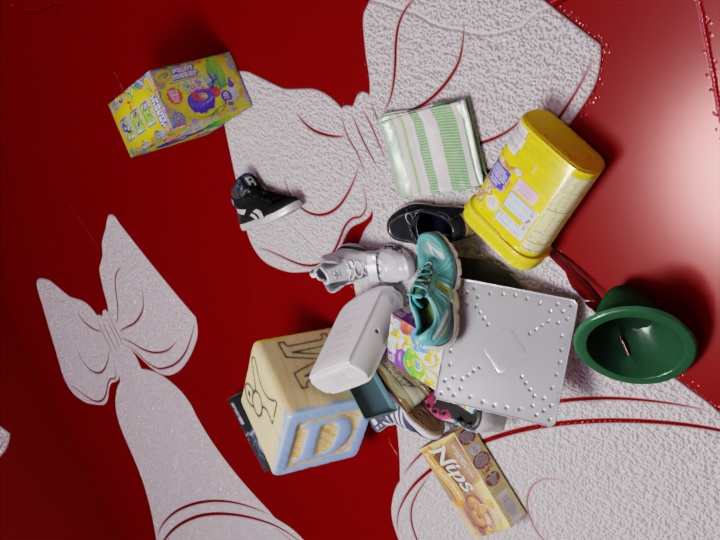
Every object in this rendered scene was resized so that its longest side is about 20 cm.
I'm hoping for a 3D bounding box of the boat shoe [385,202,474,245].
[{"bbox_3d":[0.110,-0.076,1.543,0.199,0.062,0.075,1,112,48],"label":"boat shoe"}]

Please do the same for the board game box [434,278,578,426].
[{"bbox_3d":[0.233,0.128,1.434,0.199,0.026,0.201,11,89,22],"label":"board game box"}]

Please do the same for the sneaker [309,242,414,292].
[{"bbox_3d":[0.000,0.000,1.657,0.199,0.115,0.076,9,116,44],"label":"sneaker"}]

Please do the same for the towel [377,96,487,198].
[{"bbox_3d":[0.119,-0.201,1.499,0.199,0.023,0.153,-3,108,47],"label":"towel"}]

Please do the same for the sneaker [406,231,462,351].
[{"bbox_3d":[0.116,0.028,1.444,0.077,0.079,0.201,-21,64,43],"label":"sneaker"}]

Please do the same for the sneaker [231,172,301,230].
[{"bbox_3d":[-0.206,-0.151,1.832,0.199,0.073,0.112,-14,101,51],"label":"sneaker"}]

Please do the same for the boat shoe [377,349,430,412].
[{"bbox_3d":[0.065,0.186,1.713,0.200,0.062,0.073,55,176,41],"label":"boat shoe"}]

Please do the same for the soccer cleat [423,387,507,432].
[{"bbox_3d":[0.187,0.249,1.625,0.200,0.086,0.070,26,98,62],"label":"soccer cleat"}]

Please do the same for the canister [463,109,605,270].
[{"bbox_3d":[0.258,-0.121,1.344,0.149,0.086,0.200,47,135,20],"label":"canister"}]

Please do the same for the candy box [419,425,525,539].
[{"bbox_3d":[0.209,0.394,1.682,0.201,0.055,0.115,59,140,7],"label":"candy box"}]

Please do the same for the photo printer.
[{"bbox_3d":[-0.003,0.122,1.672,0.069,0.201,0.166,36,147,-17],"label":"photo printer"}]

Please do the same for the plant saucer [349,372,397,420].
[{"bbox_3d":[-0.001,0.209,1.736,0.019,0.070,0.200,97,152,-42],"label":"plant saucer"}]

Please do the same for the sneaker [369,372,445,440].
[{"bbox_3d":[0.085,0.288,1.744,0.200,0.070,0.109,40,131,39],"label":"sneaker"}]

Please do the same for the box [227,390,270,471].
[{"bbox_3d":[-0.222,0.369,2.140,0.160,0.043,0.201,-29,88,49],"label":"box"}]

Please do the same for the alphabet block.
[{"bbox_3d":[-0.109,0.261,1.807,0.200,0.195,0.196,58,143,39],"label":"alphabet block"}]

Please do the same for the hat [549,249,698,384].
[{"bbox_3d":[0.398,0.044,1.332,0.199,0.177,0.166,32,135,-17],"label":"hat"}]

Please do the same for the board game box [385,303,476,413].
[{"bbox_3d":[0.155,0.142,1.573,0.199,0.105,0.104,29,128,33],"label":"board game box"}]

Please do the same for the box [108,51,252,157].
[{"bbox_3d":[-0.365,-0.335,1.811,0.192,0.199,0.123,-18,96,50],"label":"box"}]

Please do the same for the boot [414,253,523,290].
[{"bbox_3d":[0.190,0.021,1.518,0.199,0.074,0.075,24,168,23],"label":"boot"}]
